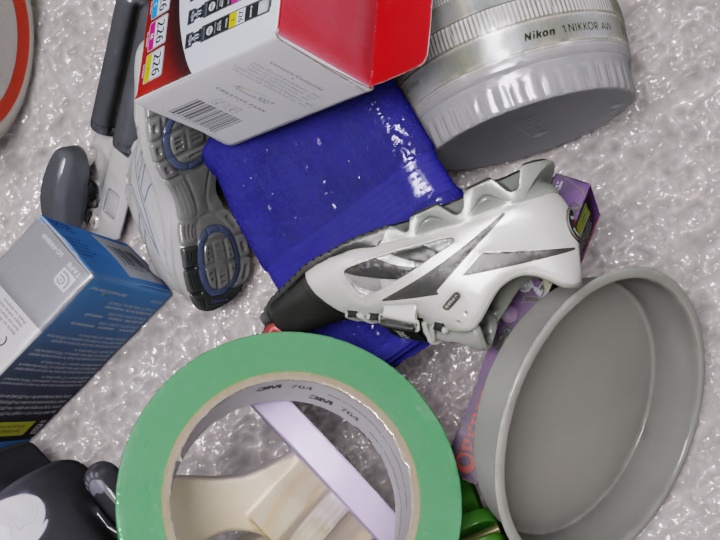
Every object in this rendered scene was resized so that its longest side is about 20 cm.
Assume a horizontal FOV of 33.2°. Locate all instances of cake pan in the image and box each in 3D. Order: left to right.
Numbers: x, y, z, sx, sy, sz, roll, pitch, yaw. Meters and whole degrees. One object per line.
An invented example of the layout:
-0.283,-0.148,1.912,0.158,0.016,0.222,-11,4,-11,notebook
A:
0.145,0.092,0.766,0.037,0.200,0.200,19,88,47,cake pan

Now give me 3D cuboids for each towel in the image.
-0.004,-0.038,0.794,0.148,0.050,0.200,-35,79,22,towel

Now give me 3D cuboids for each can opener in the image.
-0.187,-0.108,0.885,0.053,0.067,0.200,36,123,28,can opener

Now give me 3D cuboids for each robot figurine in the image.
-0.210,0.216,0.859,0.125,0.150,0.200,-37,74,-28,robot figurine

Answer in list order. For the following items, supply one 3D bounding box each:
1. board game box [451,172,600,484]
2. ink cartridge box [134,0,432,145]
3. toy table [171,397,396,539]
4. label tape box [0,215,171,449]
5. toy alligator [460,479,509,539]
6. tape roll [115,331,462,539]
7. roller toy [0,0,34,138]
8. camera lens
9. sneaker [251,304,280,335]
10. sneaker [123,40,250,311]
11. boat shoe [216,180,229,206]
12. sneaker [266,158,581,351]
0.111,0.042,0.804,0.032,0.120,0.200,20,88,20,board game box
-0.043,-0.201,0.740,0.176,0.084,0.200,-15,64,41,ink cartridge box
-0.048,0.173,0.807,0.117,0.184,0.200,-44,83,-9,toy table
-0.247,0.060,0.871,0.200,0.143,0.066,-44,77,5,label tape box
0.102,0.227,0.819,0.059,0.054,0.200,-25,79,10,toy alligator
-0.042,0.137,0.711,0.200,0.048,0.201,3,68,-8,tape roll
-0.346,-0.176,0.897,0.140,0.200,0.183,8,91,14,roller toy
0.085,-0.186,0.814,0.160,0.160,0.200,-18,80,10,camera lens
0.000,0.000,0.860,0.098,0.071,0.200,24,92,15,sneaker
-0.139,-0.069,0.864,0.087,0.075,0.200,14,115,42,sneaker
-0.104,-0.113,0.906,0.201,0.063,0.073,43,130,19,boat shoe
0.036,0.014,0.711,0.200,0.074,0.089,-24,82,24,sneaker
